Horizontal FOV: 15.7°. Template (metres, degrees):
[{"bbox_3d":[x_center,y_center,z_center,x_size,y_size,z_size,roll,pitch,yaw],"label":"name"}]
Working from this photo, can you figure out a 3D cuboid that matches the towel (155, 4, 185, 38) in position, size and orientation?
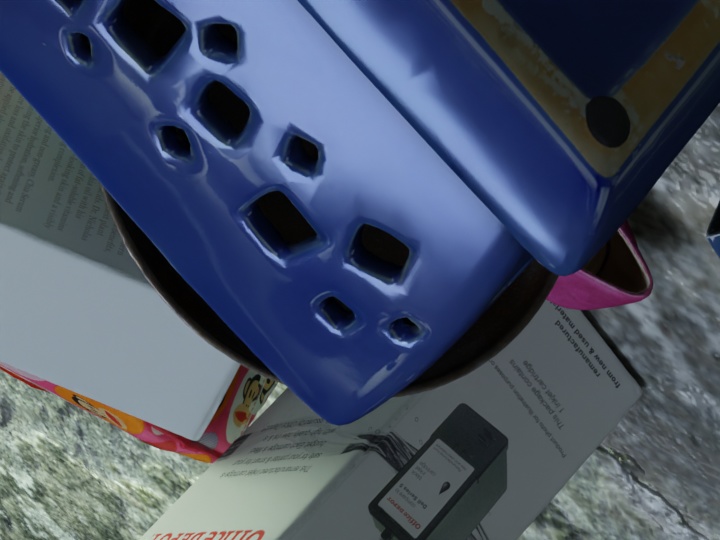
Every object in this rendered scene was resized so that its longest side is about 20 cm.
[{"bbox_3d":[-0.061,-0.074,1.069,0.147,0.024,0.200,37,175,-16],"label":"towel"}]

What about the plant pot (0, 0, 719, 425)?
[{"bbox_3d":[0.022,-0.098,0.855,0.200,0.200,0.180,47,148,-9],"label":"plant pot"}]

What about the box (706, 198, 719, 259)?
[{"bbox_3d":[0.226,0.008,0.798,0.200,0.038,0.137,-14,123,37],"label":"box"}]

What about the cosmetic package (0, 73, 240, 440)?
[{"bbox_3d":[-0.136,-0.021,1.056,0.200,0.102,0.071,23,128,-8],"label":"cosmetic package"}]

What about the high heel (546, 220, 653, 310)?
[{"bbox_3d":[0.037,-0.058,1.021,0.200,0.067,0.096,53,163,-28],"label":"high heel"}]

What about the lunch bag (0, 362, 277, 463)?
[{"bbox_3d":[-0.137,0.018,1.233,0.176,0.082,0.200,25,173,18],"label":"lunch bag"}]

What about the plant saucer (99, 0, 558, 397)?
[{"bbox_3d":[-0.012,-0.049,0.959,0.200,0.200,0.037,48,153,-9],"label":"plant saucer"}]

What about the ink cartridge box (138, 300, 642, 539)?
[{"bbox_3d":[0.005,0.095,1.154,0.084,0.200,0.145,51,154,-14],"label":"ink cartridge box"}]
